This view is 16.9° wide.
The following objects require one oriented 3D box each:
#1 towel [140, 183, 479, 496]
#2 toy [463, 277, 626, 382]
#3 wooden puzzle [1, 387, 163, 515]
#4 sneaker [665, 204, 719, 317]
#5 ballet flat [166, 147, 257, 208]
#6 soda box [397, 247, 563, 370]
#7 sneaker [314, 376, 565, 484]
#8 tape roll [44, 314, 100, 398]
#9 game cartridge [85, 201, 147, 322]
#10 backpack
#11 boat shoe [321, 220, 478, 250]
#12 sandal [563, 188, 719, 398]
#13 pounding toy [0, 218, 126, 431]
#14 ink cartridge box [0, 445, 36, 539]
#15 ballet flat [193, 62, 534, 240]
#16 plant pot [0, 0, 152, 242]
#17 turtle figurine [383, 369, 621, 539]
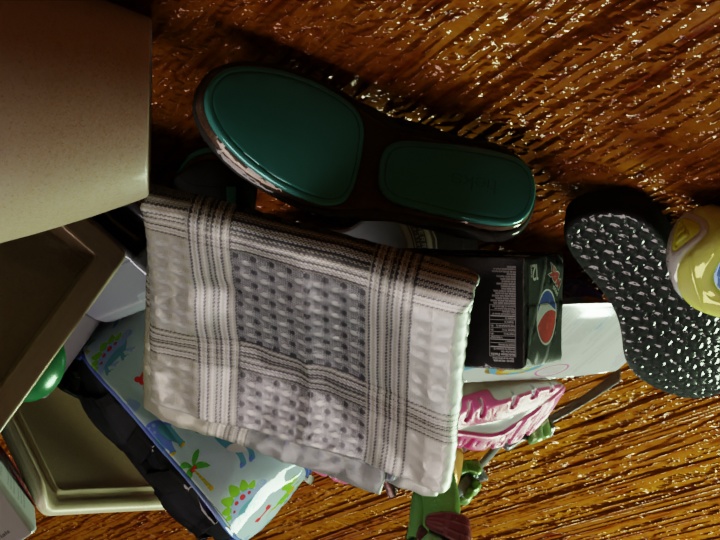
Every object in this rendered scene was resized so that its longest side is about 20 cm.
[{"bbox_3d":[-0.034,0.047,1.335,0.191,0.035,0.201,15,141,9],"label":"towel"},{"bbox_3d":[0.098,0.030,1.504,0.199,0.047,0.115,-6,158,-28],"label":"toy"},{"bbox_3d":[-0.210,0.098,1.739,0.037,0.186,0.200,-40,155,22],"label":"wooden puzzle"},{"bbox_3d":[0.263,0.024,1.358,0.199,0.076,0.105,29,157,-37],"label":"sneaker"},{"bbox_3d":[-0.105,-0.017,1.507,0.068,0.069,0.200,-5,167,-13],"label":"ballet flat"},{"bbox_3d":[0.012,0.019,1.378,0.199,0.064,0.071,3,-176,24],"label":"soda box"},{"bbox_3d":[0.030,0.076,1.574,0.199,0.089,0.082,-9,146,-32],"label":"sneaker"},{"bbox_3d":[-0.267,0.000,1.573,0.200,0.066,0.200,36,179,1],"label":"tape roll"},{"bbox_3d":[-0.197,-0.045,1.458,0.200,0.041,0.133,42,158,-15],"label":"game cartridge"},{"bbox_3d":[-0.101,0.084,1.632,0.183,0.147,0.200,48,173,-3],"label":"backpack"},{"bbox_3d":[0.000,0.000,1.504,0.056,0.069,0.200,-9,178,-33],"label":"boat shoe"},{"bbox_3d":[0.180,0.008,1.430,0.075,0.048,0.201,-5,142,24],"label":"sandal"},{"bbox_3d":[-0.250,0.036,1.406,0.200,0.185,0.142,41,155,-15],"label":"pounding toy"},{"bbox_3d":[-0.305,0.103,1.609,0.201,0.083,0.147,55,176,-9],"label":"ink cartridge box"},{"bbox_3d":[-0.003,-0.055,1.308,0.199,0.068,0.068,19,168,-16],"label":"ballet flat"},{"bbox_3d":[-0.207,-0.085,1.248,0.198,0.189,0.187,2,163,-4],"label":"plant pot"},{"bbox_3d":[0.089,0.146,1.681,0.143,0.195,0.199,-7,156,45],"label":"turtle figurine"}]
